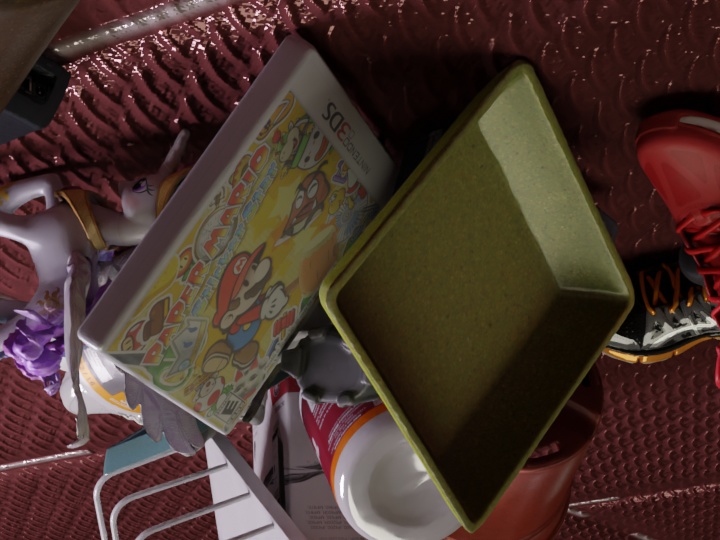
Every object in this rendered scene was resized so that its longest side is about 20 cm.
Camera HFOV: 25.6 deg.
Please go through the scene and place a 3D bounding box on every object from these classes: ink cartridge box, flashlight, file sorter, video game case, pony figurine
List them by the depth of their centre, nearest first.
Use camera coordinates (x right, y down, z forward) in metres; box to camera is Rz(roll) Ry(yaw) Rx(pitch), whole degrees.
[{"bbox_3d":[-0.060,-0.013,0.916,0.023,0.200,0.182,32,172,26],"label":"video game case"},{"bbox_3d":[-0.177,0.016,0.966,0.200,0.193,0.167,-5,170,17],"label":"pony figurine"},{"bbox_3d":[0.027,0.056,1.052,0.068,0.068,0.200,-42,167,19],"label":"flashlight"},{"bbox_3d":[-0.128,0.249,1.311,0.124,0.200,0.139,-17,123,-21],"label":"file sorter"},{"bbox_3d":[-0.042,0.180,1.411,0.083,0.200,0.147,3,159,-15],"label":"ink cartridge box"}]

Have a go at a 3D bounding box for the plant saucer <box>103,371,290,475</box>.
[{"bbox_3d":[-0.104,0.094,1.117,0.070,0.019,0.200,-24,-177,29],"label":"plant saucer"}]

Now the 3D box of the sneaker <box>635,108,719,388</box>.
[{"bbox_3d":[0.233,-0.001,0.966,0.200,0.116,0.078,38,147,-17],"label":"sneaker"}]

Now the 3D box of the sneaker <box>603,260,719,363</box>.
[{"bbox_3d":[0.260,0.017,1.216,0.200,0.078,0.077,-6,147,-2],"label":"sneaker"}]

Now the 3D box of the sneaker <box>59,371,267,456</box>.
[{"bbox_3d":[-0.168,0.110,1.343,0.200,0.100,0.078,-12,159,22],"label":"sneaker"}]

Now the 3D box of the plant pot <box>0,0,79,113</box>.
[{"bbox_3d":[-0.202,-0.113,0.606,0.200,0.201,0.198,12,148,-36],"label":"plant pot"}]

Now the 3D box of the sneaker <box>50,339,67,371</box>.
[{"bbox_3d":[-0.164,0.064,1.260,0.200,0.071,0.073,-14,158,27],"label":"sneaker"}]

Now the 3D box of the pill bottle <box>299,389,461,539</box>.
[{"bbox_3d":[0.017,0.114,1.198,0.113,0.113,0.200,2,-160,-14],"label":"pill bottle"}]

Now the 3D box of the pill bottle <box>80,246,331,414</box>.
[{"bbox_3d":[-0.109,0.024,1.092,0.116,0.117,0.200,14,154,-40],"label":"pill bottle"}]

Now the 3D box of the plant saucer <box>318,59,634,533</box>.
[{"bbox_3d":[0.063,0.013,0.922,0.048,0.200,0.200,11,142,44],"label":"plant saucer"}]

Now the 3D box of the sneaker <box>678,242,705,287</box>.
[{"bbox_3d":[0.273,-0.050,1.042,0.091,0.076,0.200,19,145,-27],"label":"sneaker"}]

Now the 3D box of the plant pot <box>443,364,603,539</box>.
[{"bbox_3d":[0.110,0.137,1.361,0.200,0.201,0.195,0,152,-10],"label":"plant pot"}]

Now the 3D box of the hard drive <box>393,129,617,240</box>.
[{"bbox_3d":[0.085,-0.002,1.018,0.042,0.135,0.200,10,172,43],"label":"hard drive"}]

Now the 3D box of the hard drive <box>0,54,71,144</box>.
[{"bbox_3d":[-0.263,-0.103,0.820,0.135,0.042,0.200,-16,157,32],"label":"hard drive"}]

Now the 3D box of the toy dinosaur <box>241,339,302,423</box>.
[{"bbox_3d":[-0.009,0.035,1.125,0.200,0.047,0.088,-42,173,-2],"label":"toy dinosaur"}]
